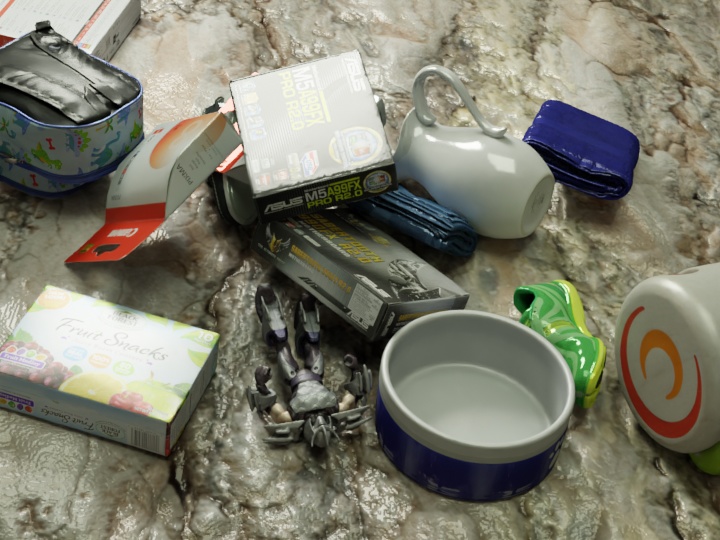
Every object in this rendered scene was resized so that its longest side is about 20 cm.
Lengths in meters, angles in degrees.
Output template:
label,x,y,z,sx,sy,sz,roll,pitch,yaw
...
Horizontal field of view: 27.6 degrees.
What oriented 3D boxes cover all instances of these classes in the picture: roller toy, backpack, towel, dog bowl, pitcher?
label,x,y,z,sx,sy,sz,roll,pitch,yaw
roller toy,0.362,0.084,1.504,0.138,0.202,0.183,-11,37,-24
backpack,-0.356,-0.177,1.730,0.198,0.149,0.183,24,40,25
towel,0.280,-0.151,1.862,0.146,0.050,0.200,24,26,5
towel,0.041,-0.077,1.723,0.198,0.049,0.111,26,4,22
dog bowl,0.114,0.135,1.487,0.197,0.080,0.201,5,38,-4
pitcher,0.133,-0.140,1.751,0.198,0.173,0.121,28,38,25

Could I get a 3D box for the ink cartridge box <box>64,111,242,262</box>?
label,x,y,z,sx,sy,sz,roll,pitch,yaw
ink cartridge box,-0.242,-0.092,1.618,0.200,0.050,0.161,-45,23,-26

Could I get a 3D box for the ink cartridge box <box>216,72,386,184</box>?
label,x,y,z,sx,sy,sz,roll,pitch,yaw
ink cartridge box,-0.093,-0.168,1.710,0.198,0.048,0.160,24,57,25

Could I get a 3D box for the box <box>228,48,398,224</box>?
label,x,y,z,sx,sy,sz,roll,pitch,yaw
box,-0.055,-0.152,1.631,0.158,0.045,0.202,-14,48,-1

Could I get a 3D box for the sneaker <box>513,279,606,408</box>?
label,x,y,z,sx,sy,sz,roll,pitch,yaw
sneaker,0.210,0.081,1.578,0.082,0.075,0.201,2,30,-11

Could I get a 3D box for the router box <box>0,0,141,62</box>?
label,x,y,z,sx,sy,sz,roll,pitch,yaw
router box,-0.414,-0.341,1.999,0.177,0.049,0.201,13,39,7

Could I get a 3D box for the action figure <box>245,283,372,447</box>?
label,x,y,z,sx,sy,sz,roll,pitch,yaw
action figure,-0.060,0.105,1.503,0.128,0.070,0.201,-1,43,-19

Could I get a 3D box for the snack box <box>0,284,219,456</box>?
label,x,y,z,sx,sy,sz,roll,pitch,yaw
snack box,-0.259,0.098,1.486,0.197,0.054,0.143,15,38,9

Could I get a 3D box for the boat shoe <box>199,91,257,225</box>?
label,x,y,z,sx,sy,sz,roll,pitch,yaw
boat shoe,-0.162,-0.128,1.776,0.060,0.076,0.202,-23,44,22

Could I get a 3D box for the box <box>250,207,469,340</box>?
label,x,y,z,sx,sy,sz,roll,pitch,yaw
box,0.000,0.000,1.612,0.199,0.049,0.157,37,25,31
